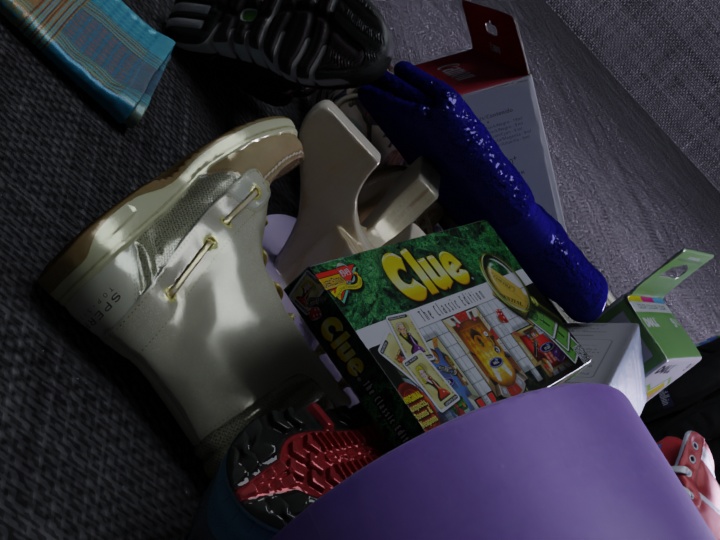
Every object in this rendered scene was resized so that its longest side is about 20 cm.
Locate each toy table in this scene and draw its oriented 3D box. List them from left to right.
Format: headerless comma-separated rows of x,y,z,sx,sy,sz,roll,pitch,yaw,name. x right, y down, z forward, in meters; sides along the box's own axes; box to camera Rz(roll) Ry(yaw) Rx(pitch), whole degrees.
0.000,0.000,0.831,0.184,0.117,0.201,42,21,-24,toy table

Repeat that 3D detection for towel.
-0.202,-0.186,0.857,0.200,0.022,0.147,44,20,-18,towel
0.089,-0.060,0.937,0.200,0.050,0.148,48,-6,-26,towel

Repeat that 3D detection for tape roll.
0.050,0.140,0.566,0.199,0.199,0.086,19,36,-55,tape roll

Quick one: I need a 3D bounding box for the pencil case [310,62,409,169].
0.002,-0.132,1.077,0.077,0.091,0.200,11,19,-9,pencil case

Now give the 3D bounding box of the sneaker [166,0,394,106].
-0.040,-0.159,0.988,0.198,0.076,0.115,20,-11,34,sneaker

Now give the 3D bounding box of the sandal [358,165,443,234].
0.035,-0.025,1.010,0.070,0.077,0.211,52,14,12,sandal

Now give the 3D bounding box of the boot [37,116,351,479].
-0.058,0.013,0.709,0.155,0.072,0.200,50,39,-3,boot

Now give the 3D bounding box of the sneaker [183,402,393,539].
-0.005,0.111,0.642,0.198,0.096,0.080,4,45,-44,sneaker

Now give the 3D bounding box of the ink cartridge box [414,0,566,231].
0.089,-0.123,1.113,0.200,0.083,0.178,-120,-165,-74,ink cartridge box

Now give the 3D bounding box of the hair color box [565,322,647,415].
0.113,0.099,0.854,0.200,0.098,0.061,-43,127,-59,hair color box

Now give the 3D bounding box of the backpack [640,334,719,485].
0.337,0.133,1.207,0.153,0.199,0.164,33,25,-42,backpack

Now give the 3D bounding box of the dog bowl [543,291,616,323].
0.173,0.048,1.186,0.200,0.074,0.201,42,22,-21,dog bowl

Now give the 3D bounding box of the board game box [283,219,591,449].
0.048,0.030,0.687,0.105,0.023,0.199,51,28,12,board game box

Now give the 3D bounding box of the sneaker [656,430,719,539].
0.187,0.160,0.884,0.199,0.071,0.114,21,52,-50,sneaker

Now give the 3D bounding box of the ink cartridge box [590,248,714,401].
0.189,0.070,0.991,0.060,0.200,0.103,56,21,19,ink cartridge box
